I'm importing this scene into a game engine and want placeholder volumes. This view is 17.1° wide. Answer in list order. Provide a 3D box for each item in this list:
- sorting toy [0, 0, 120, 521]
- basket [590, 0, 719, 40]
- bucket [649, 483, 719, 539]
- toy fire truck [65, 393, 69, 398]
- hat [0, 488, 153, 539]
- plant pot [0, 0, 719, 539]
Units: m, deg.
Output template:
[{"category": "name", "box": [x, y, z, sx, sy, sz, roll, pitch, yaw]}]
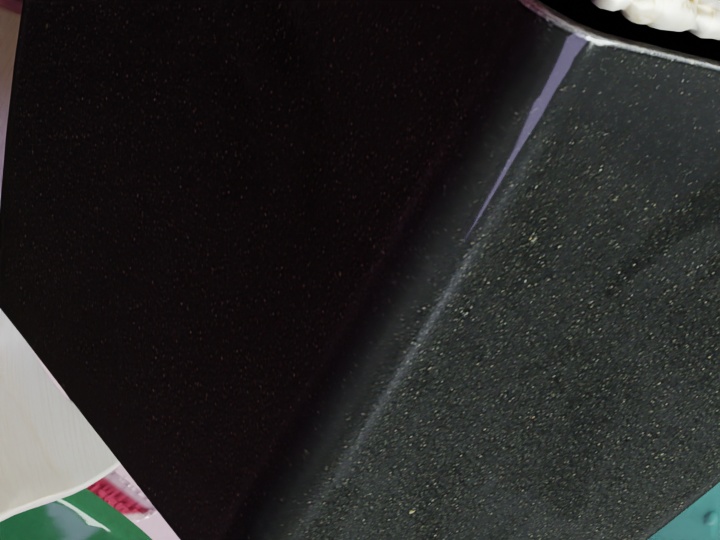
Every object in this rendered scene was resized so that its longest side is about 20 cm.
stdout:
[{"category": "sorting toy", "box": [-0.128, -0.001, 0.682, 0.180, 0.107, 0.201, -2, 97, -45]}, {"category": "basket", "box": [0.103, -0.157, 0.576, 0.198, 0.200, 0.161, 9, 119, -44]}, {"category": "bucket", "box": [0.164, 0.099, 1.056, 0.206, 0.135, 0.208, -22, 147, -15]}, {"category": "toy fire truck", "box": [0.000, 0.000, 0.829, 0.199, 0.129, 0.176, -8, 140, 1]}, {"category": "hat", "box": [-0.161, 0.175, 0.866, 0.200, 0.166, 0.176, 36, 109, -23]}, {"category": "plant pot", "box": [0.018, -0.022, 0.638, 0.199, 0.200, 0.178, 7, 120, -44]}]
